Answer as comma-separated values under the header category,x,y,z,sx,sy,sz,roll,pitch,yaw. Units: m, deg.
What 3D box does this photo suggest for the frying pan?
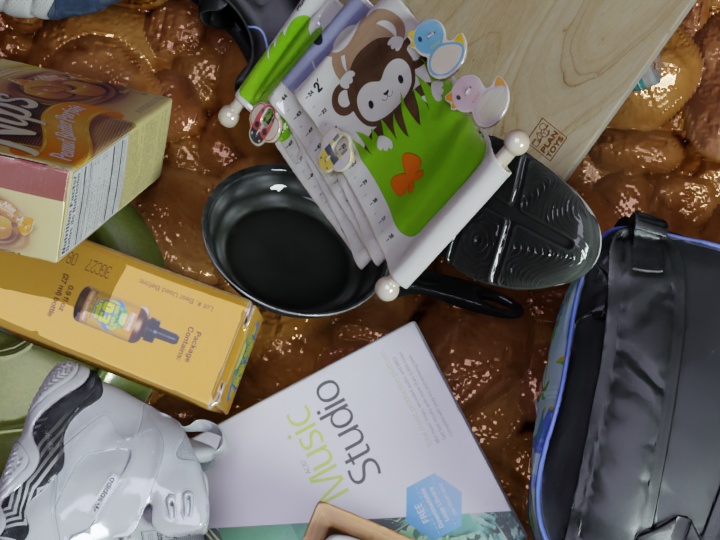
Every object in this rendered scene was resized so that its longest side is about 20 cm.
category,x,y,z,sx,sy,sz,roll,pitch,yaw
frying pan,-0.004,-0.014,1.067,0.188,0.031,0.116,3,51,-19

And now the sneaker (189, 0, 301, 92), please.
category,x,y,z,sx,sy,sz,roll,pitch,yaw
sneaker,-0.079,-0.204,1.096,0.077,0.070,0.201,-23,79,-9

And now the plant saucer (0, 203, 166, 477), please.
category,x,y,z,sx,sy,sz,roll,pitch,yaw
plant saucer,-0.214,0.025,1.076,0.198,0.031,0.202,-1,78,3

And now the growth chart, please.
category,x,y,z,sx,sy,sz,roll,pitch,yaw
growth chart,0.006,-0.084,0.999,0.200,0.018,0.145,50,117,34

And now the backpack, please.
category,x,y,z,sx,sy,sz,roll,pitch,yaw
backpack,0.182,0.096,0.982,0.181,0.147,0.202,16,76,5

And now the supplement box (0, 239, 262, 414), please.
category,x,y,z,sx,sy,sz,roll,pitch,yaw
supplement box,-0.159,0.019,1.026,0.198,0.069,0.067,21,81,8

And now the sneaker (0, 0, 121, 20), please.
category,x,y,z,sx,sy,sz,roll,pitch,yaw
sneaker,-0.195,-0.254,1.107,0.145,0.081,0.202,-13,81,-2

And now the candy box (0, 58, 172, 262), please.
category,x,y,z,sx,sy,sz,roll,pitch,yaw
candy box,-0.189,-0.067,1.008,0.114,0.200,0.056,13,108,6

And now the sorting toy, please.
category,x,y,z,sx,sy,sz,roll,pitch,yaw
sorting toy,0.097,-0.187,1.021,0.198,0.070,0.201,39,115,10

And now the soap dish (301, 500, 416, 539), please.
category,x,y,z,sx,sy,sz,roll,pitch,yaw
soap dish,0.010,0.245,0.971,0.156,0.081,0.201,22,89,-4

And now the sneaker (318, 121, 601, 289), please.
category,x,y,z,sx,sy,sz,roll,pitch,yaw
sneaker,0.080,-0.036,1.012,0.200,0.115,0.076,23,99,44

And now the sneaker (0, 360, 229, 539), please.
category,x,y,z,sx,sy,sz,roll,pitch,yaw
sneaker,-0.146,0.153,0.972,0.114,0.075,0.201,16,63,1

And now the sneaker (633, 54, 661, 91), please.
category,x,y,z,sx,sy,sz,roll,pitch,yaw
sneaker,0.113,-0.190,1.091,0.080,0.071,0.201,-29,85,21

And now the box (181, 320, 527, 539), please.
category,x,y,z,sx,sy,sz,roll,pitch,yaw
box,-0.023,0.139,1.040,0.199,0.036,0.145,-28,78,-2
